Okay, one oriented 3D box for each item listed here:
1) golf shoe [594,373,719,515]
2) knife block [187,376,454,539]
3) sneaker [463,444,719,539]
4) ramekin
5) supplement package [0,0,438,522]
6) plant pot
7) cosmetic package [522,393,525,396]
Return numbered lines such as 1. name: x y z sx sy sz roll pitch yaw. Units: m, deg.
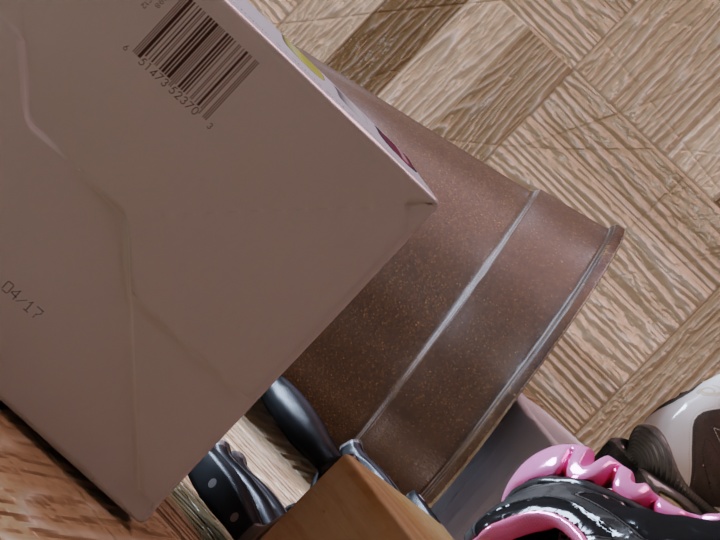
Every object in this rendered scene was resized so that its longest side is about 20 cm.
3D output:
1. golf shoe: 0.203 0.120 1.350 0.078 0.094 0.200 46 3 37
2. knife block: -0.002 0.114 0.946 0.176 0.064 0.200 44 4 3
3. sneaker: 0.130 0.130 1.065 0.200 0.079 0.095 10 14 31
4. ramekin: 0.122 0.170 1.395 0.200 0.098 0.200 44 5 -4
5. supplement package: -0.099 -0.044 0.920 0.200 0.156 0.111 43 3 -11
6. plant pot: 0.000 0.000 1.339 0.198 0.200 0.200 37 4 1
7. cosmetic package: 0.106 0.140 1.674 0.200 0.083 0.051 48 3 37
